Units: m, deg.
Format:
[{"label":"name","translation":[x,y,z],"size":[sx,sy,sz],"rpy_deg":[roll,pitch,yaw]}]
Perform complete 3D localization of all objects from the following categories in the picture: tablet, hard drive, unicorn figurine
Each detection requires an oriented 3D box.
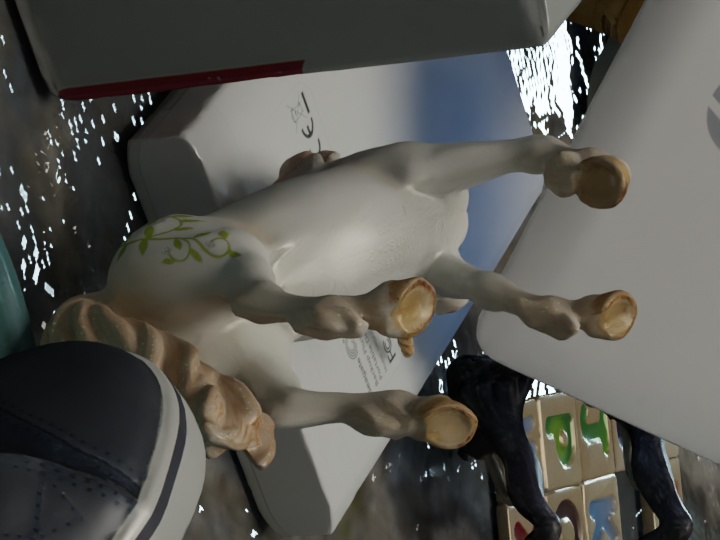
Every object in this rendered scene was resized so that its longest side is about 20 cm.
[{"label":"tablet","translation":[0.133,-0.039,0.856],"size":[0.200,0.130,0.014],"rpy_deg":[-63,-164,8]},{"label":"hard drive","translation":[-0.001,-0.031,0.873],"size":[0.200,0.026,0.132],"rpy_deg":[-56,134,-52]},{"label":"unicorn figurine","translation":[0.000,0.000,0.728],"size":[0.200,0.137,0.074],"rpy_deg":[-3,98,-48]}]

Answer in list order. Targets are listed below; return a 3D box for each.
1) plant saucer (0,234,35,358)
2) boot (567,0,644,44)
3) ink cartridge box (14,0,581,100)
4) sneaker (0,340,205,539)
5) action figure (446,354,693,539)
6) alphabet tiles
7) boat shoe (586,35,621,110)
[{"label":"plant saucer","translation":[-0.122,0.038,0.620],"size":[0.200,0.027,0.200],"rpy_deg":[18,69,-61]},{"label":"boot","translation":[0.134,-0.094,0.969],"size":[0.144,0.201,0.071],"rpy_deg":[7,104,-58]},{"label":"ink cartridge box","translation":[0.001,-0.154,0.767],"size":[0.200,0.145,0.145],"rpy_deg":[-50,129,-56]},{"label":"sneaker","translation":[-0.112,0.064,0.521],"size":[0.200,0.078,0.079],"rpy_deg":[-43,126,-29]},{"label":"action figure","translation":[0.075,0.122,0.900],"size":[0.102,0.119,0.200],"rpy_deg":[143,-57,-72]},{"label":"alphabet tiles","translation":[0.091,0.142,1.044],"size":[0.167,0.008,0.200],"rpy_deg":[-5,90,-64]},{"label":"boat shoe","translation":[0.127,-0.095,1.085],"size":[0.063,0.074,0.201],"rpy_deg":[35,56,-70]}]
